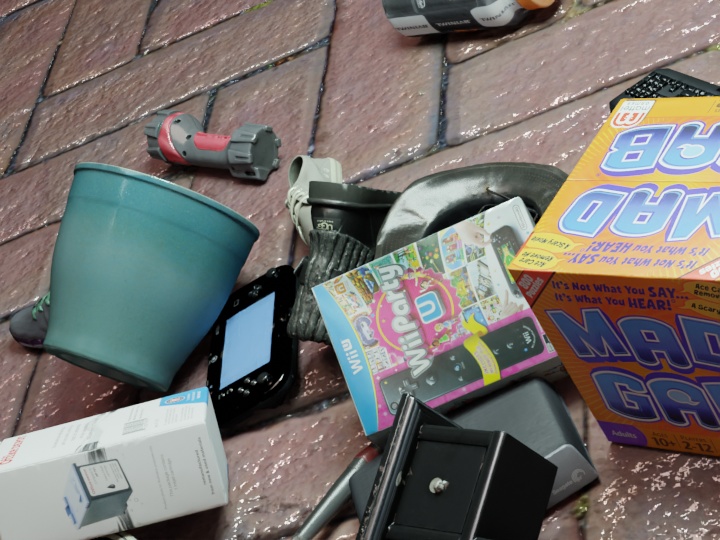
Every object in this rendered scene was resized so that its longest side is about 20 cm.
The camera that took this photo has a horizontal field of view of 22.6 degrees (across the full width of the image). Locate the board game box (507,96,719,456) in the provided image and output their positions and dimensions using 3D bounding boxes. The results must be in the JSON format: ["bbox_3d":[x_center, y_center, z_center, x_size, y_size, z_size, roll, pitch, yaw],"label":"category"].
[{"bbox_3d":[0.276,0.004,1.389,0.200,0.200,0.200,4,47,44],"label":"board game box"}]

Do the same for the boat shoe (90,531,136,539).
[{"bbox_3d":[-0.226,0.267,1.600,0.200,0.075,0.062,5,49,53],"label":"boat shoe"}]

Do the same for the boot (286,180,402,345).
[{"bbox_3d":[-0.003,0.000,1.743,0.079,0.211,0.158,5,90,29],"label":"boot"}]

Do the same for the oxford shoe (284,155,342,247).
[{"bbox_3d":[-0.049,-0.062,1.872,0.200,0.058,0.075,-99,24,-60],"label":"oxford shoe"}]

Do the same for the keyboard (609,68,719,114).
[{"bbox_3d":[0.308,-0.153,1.722,0.104,0.040,0.200,-40,32,-12],"label":"keyboard"}]

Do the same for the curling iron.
[{"bbox_3d":[-0.003,0.170,1.575,0.050,0.026,0.200,1,44,43],"label":"curling iron"}]

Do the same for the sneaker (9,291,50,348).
[{"bbox_3d":[-0.320,0.028,1.983,0.200,0.088,0.074,-10,39,31],"label":"sneaker"}]

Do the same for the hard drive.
[{"bbox_3d":[0.085,0.169,1.484,0.200,0.042,0.135,-29,33,7],"label":"hard drive"}]

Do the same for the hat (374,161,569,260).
[{"bbox_3d":[0.117,-0.016,1.670,0.200,0.081,0.201,-12,45,12],"label":"hat"}]

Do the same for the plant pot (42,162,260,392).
[{"bbox_3d":[-0.225,0.016,1.817,0.200,0.200,0.188,7,74,46],"label":"plant pot"}]

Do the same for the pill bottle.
[{"bbox_3d":[0.128,-0.325,2.046,0.200,0.106,0.106,1,45,42],"label":"pill bottle"}]

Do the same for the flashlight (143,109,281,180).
[{"bbox_3d":[-0.172,-0.152,2.116,0.200,0.068,0.068,7,47,48],"label":"flashlight"}]

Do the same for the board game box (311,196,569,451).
[{"bbox_3d":[0.078,0.047,1.552,0.200,0.064,0.148,-24,69,8],"label":"board game box"}]

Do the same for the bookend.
[{"bbox_3d":[0.101,0.205,1.321,0.200,0.092,0.199,3,67,43],"label":"bookend"}]

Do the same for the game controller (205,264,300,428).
[{"bbox_3d":[-0.107,0.074,1.780,0.104,0.042,0.200,-23,33,16],"label":"game controller"}]

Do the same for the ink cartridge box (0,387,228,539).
[{"bbox_3d":[-0.224,0.178,1.612,0.200,0.086,0.146,-16,8,-2],"label":"ink cartridge box"}]
